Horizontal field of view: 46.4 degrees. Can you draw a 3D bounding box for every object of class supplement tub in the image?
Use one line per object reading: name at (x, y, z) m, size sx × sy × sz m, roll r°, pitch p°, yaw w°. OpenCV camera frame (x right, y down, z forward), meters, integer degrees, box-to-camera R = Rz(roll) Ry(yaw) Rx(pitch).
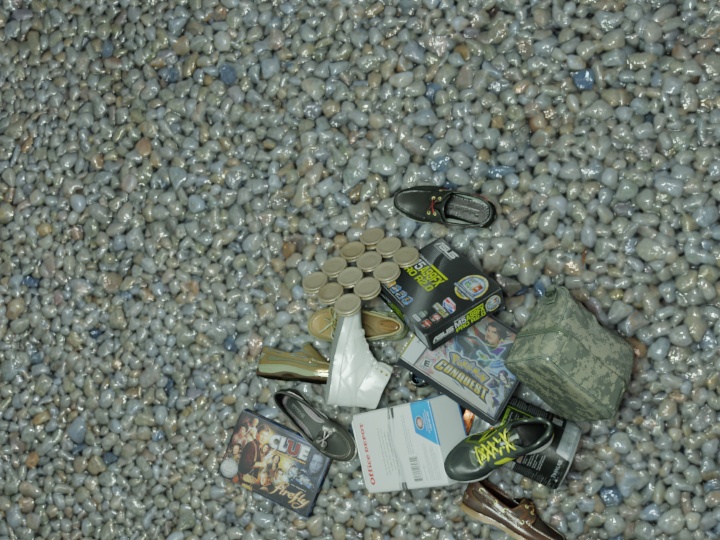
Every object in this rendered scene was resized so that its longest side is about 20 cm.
supplement tub at (0.279, 0.292, 1.492) m, size 0.199 × 0.123 × 0.123 m, roll 24°, pitch 90°, yaw 13°

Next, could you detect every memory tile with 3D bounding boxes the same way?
memory tile at (0.000, 0.000, 1.559) m, size 0.200 × 0.017 × 0.153 m, roll -39°, pitch 44°, yaw -21°

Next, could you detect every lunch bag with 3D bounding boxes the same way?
lunch bag at (0.370, 0.143, 1.449) m, size 0.200 × 0.139 × 0.168 m, roll 39°, pitch 66°, yaw -16°

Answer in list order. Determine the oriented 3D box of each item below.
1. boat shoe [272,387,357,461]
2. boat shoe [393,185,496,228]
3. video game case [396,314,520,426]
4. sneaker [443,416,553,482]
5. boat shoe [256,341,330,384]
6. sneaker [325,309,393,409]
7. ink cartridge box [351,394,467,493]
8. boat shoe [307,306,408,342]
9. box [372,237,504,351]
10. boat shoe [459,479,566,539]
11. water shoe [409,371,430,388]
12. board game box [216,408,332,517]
boat shoe at (-0.091, 0.290, 1.574) m, size 0.200 × 0.057 × 0.067 m, roll 36°, pitch 98°, yaw 33°
boat shoe at (0.157, -0.123, 1.590) m, size 0.200 × 0.063 × 0.074 m, roll 11°, pitch 89°, yaw 14°
video game case at (0.193, 0.148, 1.487) m, size 0.199 × 0.026 × 0.181 m, roll 33°, pitch 58°, yaw 10°
sneaker at (0.229, 0.284, 1.386) m, size 0.199 × 0.085 × 0.075 m, roll -23°, pitch 67°, yaw -7°
boat shoe at (-0.103, 0.175, 1.615) m, size 0.198 × 0.072 × 0.077 m, roll 4°, pitch 74°, yaw 12°
sneaker at (0.006, 0.153, 1.543) m, size 0.115 × 0.074 × 0.202 m, roll 10°, pitch 87°, yaw -8°
ink cartridge box at (0.091, 0.310, 1.502) m, size 0.199 × 0.086 × 0.148 m, roll -21°, pitch 79°, yaw 46°
boat shoe at (-0.010, 0.101, 1.601) m, size 0.198 × 0.063 × 0.074 m, roll -3°, pitch 85°, yaw 12°
box at (0.136, 0.037, 1.508) m, size 0.160 × 0.044 × 0.200 m, roll -31°, pitch 40°, yaw -11°
boat shoe at (0.278, 0.438, 1.504) m, size 0.199 × 0.070 × 0.071 m, roll 24°, pitch 94°, yaw 13°
water shoe at (0.160, 0.133, 1.554) m, size 0.071 × 0.079 × 0.201 m, roll 31°, pitch 91°, yaw 13°
board game box at (-0.162, 0.369, 1.622) m, size 0.199 × 0.035 × 0.136 m, roll 22°, pitch 89°, yaw 13°
